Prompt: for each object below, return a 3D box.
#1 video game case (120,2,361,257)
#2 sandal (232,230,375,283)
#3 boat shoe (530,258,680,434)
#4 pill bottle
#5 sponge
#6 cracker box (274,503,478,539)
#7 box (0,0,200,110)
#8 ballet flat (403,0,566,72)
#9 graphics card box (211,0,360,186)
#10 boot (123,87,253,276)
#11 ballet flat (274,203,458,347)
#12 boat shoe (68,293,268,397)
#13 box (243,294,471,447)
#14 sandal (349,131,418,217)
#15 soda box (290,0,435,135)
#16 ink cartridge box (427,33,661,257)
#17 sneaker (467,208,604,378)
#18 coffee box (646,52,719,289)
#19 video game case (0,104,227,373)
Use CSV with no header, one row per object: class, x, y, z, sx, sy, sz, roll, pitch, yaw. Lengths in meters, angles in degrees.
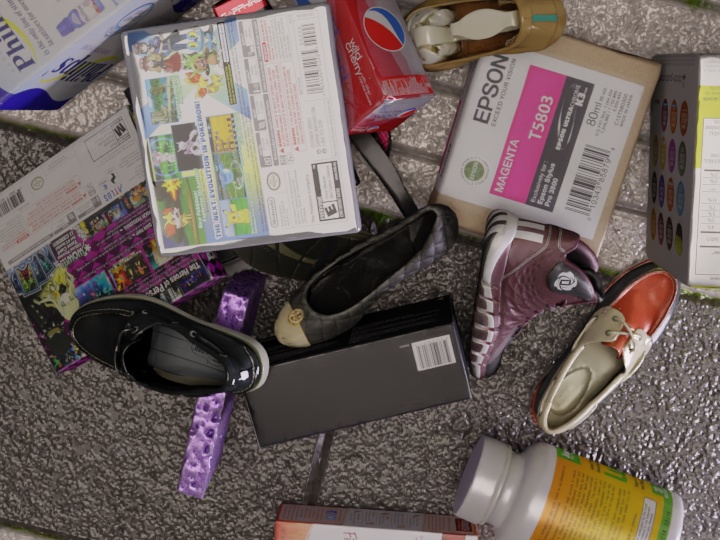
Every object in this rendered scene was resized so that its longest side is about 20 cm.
video game case,-0.102,-0.120,1.263,0.182,0.022,0.200,-7,101,6
sandal,-0.053,-0.032,1.357,0.201,0.057,0.080,26,112,-41
boat shoe,0.235,0.074,1.389,0.071,0.063,0.200,40,98,-3
pill bottle,0.196,0.231,1.393,0.200,0.111,0.111,21,100,-2
sponge,-0.132,0.104,1.384,0.030,0.112,0.200,15,101,1
cracker box,0.013,0.309,1.442,0.200,0.058,0.134,3,101,1
box,-0.250,-0.238,1.288,0.200,0.184,0.105,-35,91,8
ballet flat,0.087,-0.214,1.279,0.200,0.063,0.069,-5,95,45
graphics card box,-0.066,-0.160,1.328,0.051,0.125,0.200,-26,97,1
boot,-0.178,-0.084,1.376,0.165,0.066,0.200,-21,101,-2
ballet flat,0.000,0.000,1.316,0.200,0.057,0.066,-36,62,9
boat shoe,-0.183,0.072,1.288,0.199,0.066,0.075,18,108,19
box,-0.002,0.092,1.362,0.200,0.141,0.079,-13,101,5
sandal,0.009,-0.135,1.360,0.045,0.075,0.200,-35,104,3
soda box,-0.010,-0.225,1.301,0.070,0.063,0.200,-35,71,46
ink cartridge box,0.168,-0.122,1.351,0.165,0.075,0.200,16,101,-2
sneaker,0.162,0.035,1.339,0.115,0.076,0.200,8,137,4
coffee box,0.370,-0.091,1.283,0.200,0.200,0.198,1,98,1
video game case,-0.244,-0.027,1.356,0.200,0.036,0.181,-31,82,23
